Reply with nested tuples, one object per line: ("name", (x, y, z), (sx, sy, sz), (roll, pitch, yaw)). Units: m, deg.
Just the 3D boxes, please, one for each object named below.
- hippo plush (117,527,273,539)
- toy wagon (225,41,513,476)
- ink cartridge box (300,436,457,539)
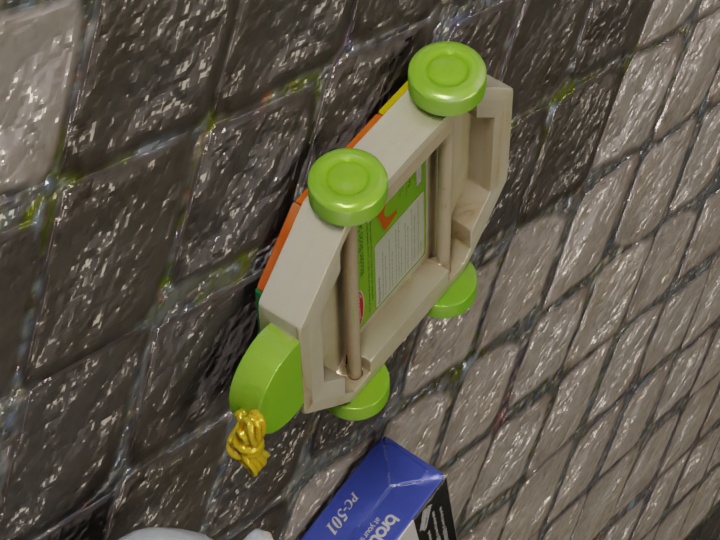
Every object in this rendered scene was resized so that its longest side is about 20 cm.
("hippo plush", (-0.106, 0.174, 0.792), (0.201, 0.158, 0.161), (61, 29, -19))
("toy wagon", (0.000, 0.000, 0.888), (0.200, 0.039, 0.156), (-48, 155, -28))
("ink cartridge box", (0.011, 0.175, 1.130), (0.094, 0.044, 0.200), (-50, 157, -19))
